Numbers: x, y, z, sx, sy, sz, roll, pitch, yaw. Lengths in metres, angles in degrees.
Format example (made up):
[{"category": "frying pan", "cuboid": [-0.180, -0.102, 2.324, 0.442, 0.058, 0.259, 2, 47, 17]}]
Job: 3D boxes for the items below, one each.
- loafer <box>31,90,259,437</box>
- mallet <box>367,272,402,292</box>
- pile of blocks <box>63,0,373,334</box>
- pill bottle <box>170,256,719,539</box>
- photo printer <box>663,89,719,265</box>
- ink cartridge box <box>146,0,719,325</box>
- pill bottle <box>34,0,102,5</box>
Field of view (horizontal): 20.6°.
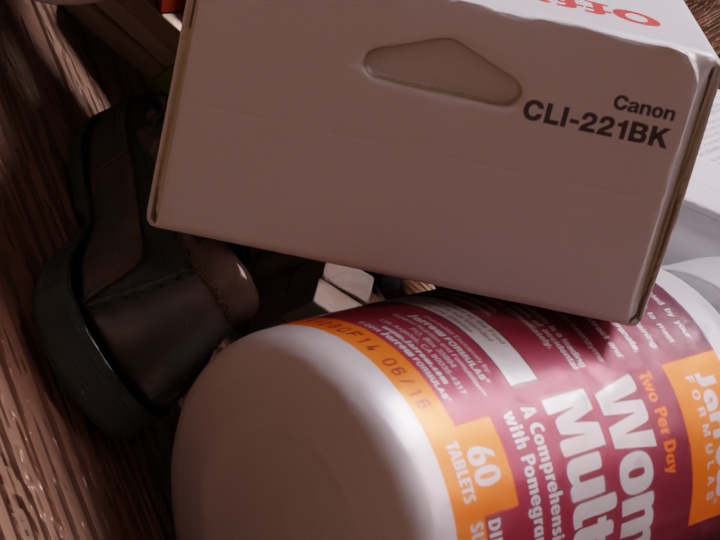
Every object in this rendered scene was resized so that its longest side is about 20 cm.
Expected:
[{"category": "loafer", "cuboid": [-0.054, -0.014, 0.628, 0.072, 0.063, 0.200, 55, 13, -20]}, {"category": "mallet", "cuboid": [0.000, 0.000, 0.924, 0.066, 0.041, 0.200, 64, 7, 18]}, {"category": "pile of blocks", "cuboid": [-0.031, -0.057, 0.749, 0.082, 0.062, 0.201, -33, 96, -40]}, {"category": "pill bottle", "cuboid": [0.051, 0.055, 0.588, 0.199, 0.110, 0.110, -12, 69, -41]}, {"category": "photo printer", "cuboid": [0.108, -0.034, 0.789, 0.199, 0.070, 0.166, 25, 25, 27]}, {"category": "ink cartridge box", "cuboid": [0.018, -0.070, 0.612, 0.200, 0.143, 0.084, -90, -167, -69]}, {"category": "pill bottle", "cuboid": [-0.103, -0.176, 0.677, 0.112, 0.112, 0.201, 53, 13, -35]}]
